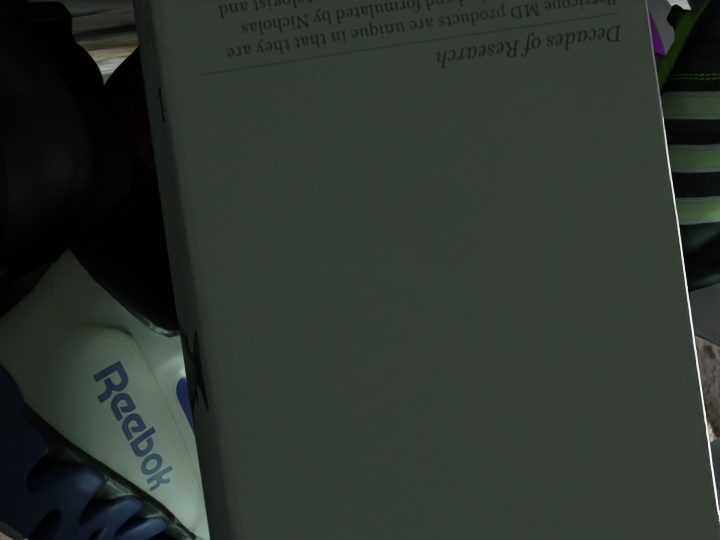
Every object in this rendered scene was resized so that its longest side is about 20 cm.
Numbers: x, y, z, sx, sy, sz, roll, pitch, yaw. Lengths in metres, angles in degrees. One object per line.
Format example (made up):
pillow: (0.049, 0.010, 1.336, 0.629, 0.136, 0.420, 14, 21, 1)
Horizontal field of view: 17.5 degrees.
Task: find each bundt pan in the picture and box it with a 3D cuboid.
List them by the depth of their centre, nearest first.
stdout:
bundt pan: (-0.142, 0.012, 0.705, 0.201, 0.076, 0.203, -32, 149, -22)

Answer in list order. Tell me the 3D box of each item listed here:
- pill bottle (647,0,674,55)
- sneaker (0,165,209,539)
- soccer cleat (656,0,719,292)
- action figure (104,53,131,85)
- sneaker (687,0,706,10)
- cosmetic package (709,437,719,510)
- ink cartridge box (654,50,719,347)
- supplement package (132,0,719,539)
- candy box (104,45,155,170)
pill bottle: (0.044, -0.071, 1.047, 0.198, 0.105, 0.104, -9, -178, -21)
sneaker: (-0.041, 0.032, 0.699, 0.115, 0.081, 0.199, -50, 153, 7)
soccer cleat: (0.121, -0.043, 0.745, 0.201, 0.081, 0.067, -55, 168, 24)
action figure: (-0.041, -0.030, 0.918, 0.069, 0.131, 0.200, -39, -151, -11)
sneaker: (0.188, -0.101, 0.800, 0.099, 0.075, 0.200, -31, -160, -21)
cosmetic package: (0.112, 0.105, 0.767, 0.199, 0.072, 0.101, -21, 178, -41)
ink cartridge box: (0.101, -0.035, 0.867, 0.199, 0.085, 0.146, 27, -176, 3)
supplement package: (0.011, -0.003, 0.580, 0.116, 0.202, 0.117, -9, -179, -8)
candy box: (0.000, 0.000, 0.758, 0.061, 0.200, 0.136, -38, -176, -16)
